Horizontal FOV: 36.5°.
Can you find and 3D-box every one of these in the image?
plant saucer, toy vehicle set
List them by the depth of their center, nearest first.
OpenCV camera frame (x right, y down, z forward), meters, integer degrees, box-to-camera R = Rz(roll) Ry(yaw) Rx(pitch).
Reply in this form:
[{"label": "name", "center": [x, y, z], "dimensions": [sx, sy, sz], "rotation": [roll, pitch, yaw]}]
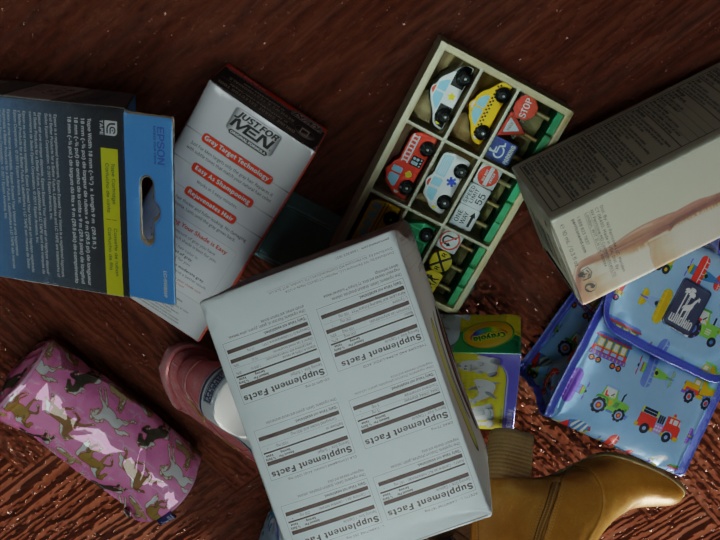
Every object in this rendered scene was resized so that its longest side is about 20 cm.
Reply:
[{"label": "toy vehicle set", "center": [0.071, -0.074, 0.894], "dimensions": [0.123, 0.027, 0.202], "rotation": [23, 111, -13]}, {"label": "plant saucer", "center": [0.000, 0.000, 0.951], "dimensions": [0.198, 0.019, 0.070], "rotation": [27, 115, -12]}]

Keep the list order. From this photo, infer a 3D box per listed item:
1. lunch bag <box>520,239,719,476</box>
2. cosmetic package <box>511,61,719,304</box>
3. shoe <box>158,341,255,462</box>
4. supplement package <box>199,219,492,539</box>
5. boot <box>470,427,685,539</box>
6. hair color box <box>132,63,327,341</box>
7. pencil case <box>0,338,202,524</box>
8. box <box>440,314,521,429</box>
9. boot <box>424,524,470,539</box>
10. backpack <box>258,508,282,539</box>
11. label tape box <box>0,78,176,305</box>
[{"label": "lunch bag", "center": [0.255, 0.051, 0.948], "dimensions": [0.149, 0.094, 0.202], "rotation": [24, 106, -15]}, {"label": "cosmetic package", "center": [0.231, -0.071, 0.845], "dimensions": [0.198, 0.104, 0.088], "rotation": [-26, 120, 5]}, {"label": "shoe", "center": [-0.101, 0.131, 0.998], "dimensions": [0.072, 0.090, 0.200], "rotation": [-55, 139, -12]}, {"label": "supplement package", "center": [-0.002, 0.083, 0.811], "dimensions": [0.145, 0.191, 0.203], "rotation": [-19, 93, 6]}, {"label": "boot", "center": [0.187, 0.229, 0.944], "dimensions": [0.198, 0.146, 0.071], "rotation": [16, 151, -9]}, {"label": "hair color box", "center": [-0.120, -0.053, 0.890], "dimensions": [0.101, 0.061, 0.201], "rotation": [33, 115, -5]}, {"label": "pencil case", "center": [-0.240, 0.149, 0.998], "dimensions": [0.200, 0.087, 0.082], "rotation": [43, 141, -20]}, {"label": "box", "center": [0.040, 0.089, 0.958], "dimensions": [0.197, 0.049, 0.118], "rotation": [2, 139, 6]}, {"label": "boot", "center": [0.053, 0.224, 1.005], "dimensions": [0.070, 0.146, 0.201], "rotation": [-38, 79, 1]}, {"label": "backpack", "center": [-0.047, 0.306, 1.032], "dimensions": [0.152, 0.164, 0.201], "rotation": [29, 118, -19]}, {"label": "label tape box", "center": [-0.216, -0.063, 0.845], "dimensions": [0.197, 0.063, 0.147], "rotation": [9, 109, 18]}]
